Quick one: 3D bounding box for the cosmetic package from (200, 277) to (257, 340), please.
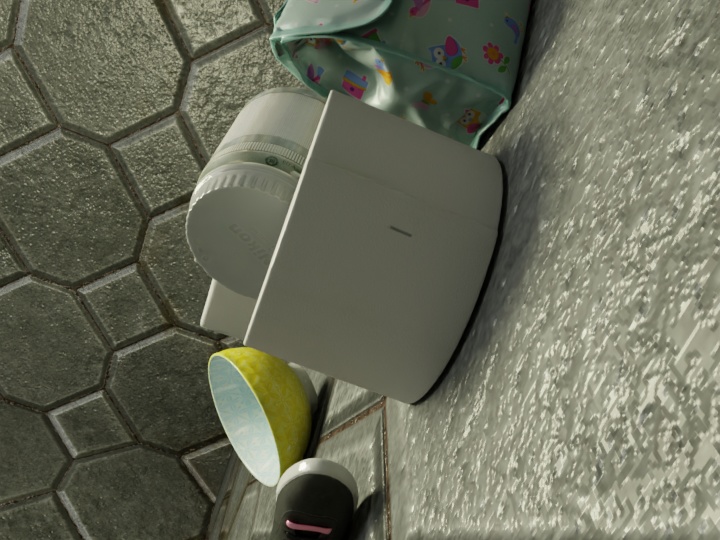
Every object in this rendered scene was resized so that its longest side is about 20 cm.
[{"bbox_3d":[-0.091,0.004,0.948,0.165,0.196,0.168,-99,28,-73],"label":"cosmetic package"}]

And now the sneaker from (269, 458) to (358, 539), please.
[{"bbox_3d":[-0.048,0.242,0.571,0.100,0.069,0.202,-82,8,-50],"label":"sneaker"}]

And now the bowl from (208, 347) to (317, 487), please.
[{"bbox_3d":[-0.125,0.190,1.004,0.106,0.202,0.201,-24,-20,-30],"label":"bowl"}]

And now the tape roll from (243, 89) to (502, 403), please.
[{"bbox_3d":[0.006,-0.017,0.543,0.203,0.137,0.206,-160,90,-82],"label":"tape roll"}]

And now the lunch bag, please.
[{"bbox_3d":[0.036,-0.215,0.595,0.122,0.197,0.173,125,164,-63],"label":"lunch bag"}]

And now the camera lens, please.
[{"bbox_3d":[-0.087,-0.089,0.762,0.202,0.157,0.161,-74,8,-47],"label":"camera lens"}]
